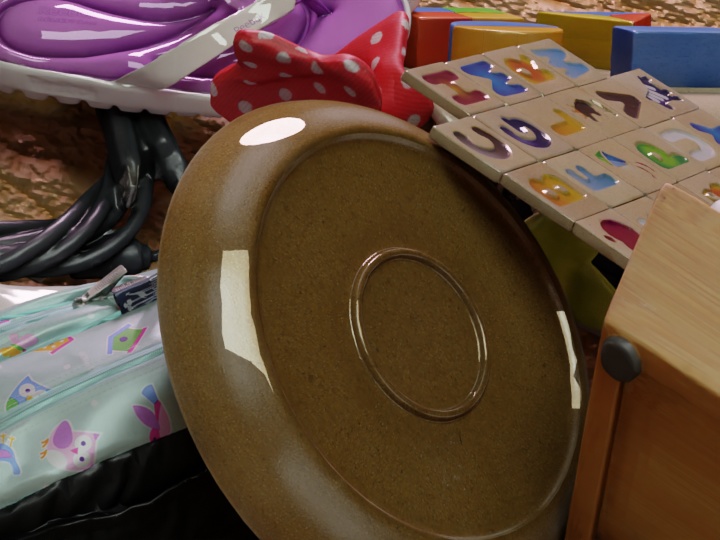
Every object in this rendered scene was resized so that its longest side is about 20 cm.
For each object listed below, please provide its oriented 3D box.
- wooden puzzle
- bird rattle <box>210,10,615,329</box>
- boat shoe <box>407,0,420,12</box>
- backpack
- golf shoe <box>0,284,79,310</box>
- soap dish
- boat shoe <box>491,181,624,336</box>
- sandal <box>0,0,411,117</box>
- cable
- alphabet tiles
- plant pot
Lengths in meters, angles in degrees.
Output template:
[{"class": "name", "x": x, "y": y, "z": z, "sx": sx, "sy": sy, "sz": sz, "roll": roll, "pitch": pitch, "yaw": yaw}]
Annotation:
[{"class": "wooden puzzle", "x": 0.096, "y": -0.098, "z": 1.155, "sx": 0.184, "sy": 0.047, "sz": 0.200, "roll": 0, "pitch": 15, "yaw": -16}, {"class": "bird rattle", "x": 0.000, "y": 0.000, "z": 1.019, "sx": 0.200, "sy": 0.163, "sz": 0.113, "roll": 40, "pitch": 29, "yaw": 8}, {"class": "boat shoe", "x": -0.068, "y": -0.159, "z": 1.172, "sx": 0.199, "sy": 0.068, "sz": 0.072, "roll": 10, "pitch": 27, "yaw": 16}, {"class": "backpack", "x": -0.096, "y": 0.080, "z": 0.942, "sx": 0.199, "sy": 0.168, "sz": 0.127, "roll": -19, "pitch": 47, "yaw": -17}, {"class": "golf shoe", "x": -0.180, "y": 0.032, "z": 0.990, "sx": 0.199, "sy": 0.092, "sz": 0.073, "roll": -10, "pitch": 52, "yaw": -25}, {"class": "soap dish", "x": 0.160, "y": 0.085, "z": 0.836, "sx": 0.199, "sy": 0.158, "sz": 0.081, "roll": 34, "pitch": 51, "yaw": 26}, {"class": "boat shoe", "x": 0.090, "y": -0.029, "z": 1.118, "sx": 0.199, "sy": 0.093, "sz": 0.075, "roll": 18, "pitch": 47, "yaw": 0}, {"class": "sandal", "x": -0.076, "y": -0.109, "z": 1.090, "sx": 0.201, "sy": 0.050, "sz": 0.083, "roll": -4, "pitch": 52, "yaw": -4}, {"class": "cable", "x": -0.170, "y": -0.062, "z": 1.113, "sx": 0.162, "sy": 0.051, "sz": 0.201, "roll": -15, "pitch": 50, "yaw": -17}, {"class": "alphabet tiles", "x": 0.112, "y": -0.042, "z": 0.979, "sx": 0.166, "sy": 0.006, "sz": 0.200, "roll": 36, "pitch": 25, "yaw": 19}, {"class": "plant pot", "x": 0.015, "y": 0.026, "z": 0.882, "sx": 0.199, "sy": 0.027, "sz": 0.201, "roll": 21, "pitch": 56, "yaw": -35}]
